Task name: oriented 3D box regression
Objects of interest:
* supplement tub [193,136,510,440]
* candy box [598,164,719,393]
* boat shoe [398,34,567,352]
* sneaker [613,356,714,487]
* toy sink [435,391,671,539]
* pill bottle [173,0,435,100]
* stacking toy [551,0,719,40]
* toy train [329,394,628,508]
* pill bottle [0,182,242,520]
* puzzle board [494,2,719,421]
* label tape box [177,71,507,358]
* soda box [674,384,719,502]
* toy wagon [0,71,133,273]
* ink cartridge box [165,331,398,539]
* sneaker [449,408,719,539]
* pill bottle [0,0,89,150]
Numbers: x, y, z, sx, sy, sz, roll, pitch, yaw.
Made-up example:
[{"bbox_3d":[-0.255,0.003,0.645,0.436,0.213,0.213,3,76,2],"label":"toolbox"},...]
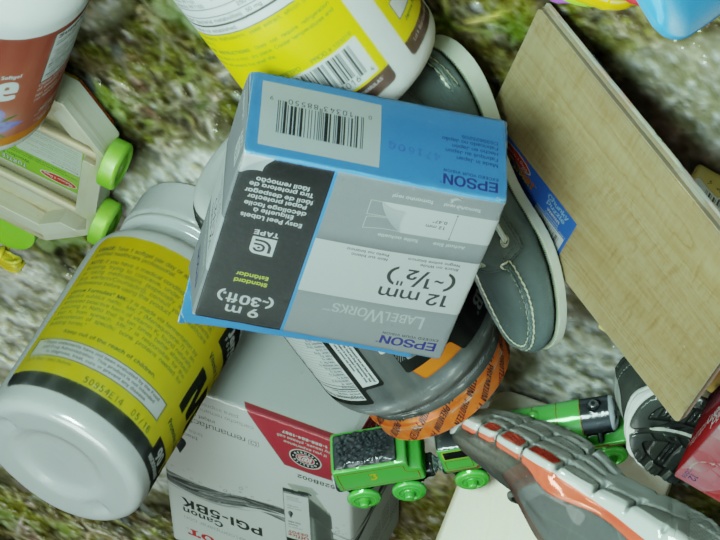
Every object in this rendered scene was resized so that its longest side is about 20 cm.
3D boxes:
[{"bbox_3d":[0.000,0.000,1.653,0.122,0.123,0.200,-5,134,41],"label":"supplement tub"},{"bbox_3d":[0.247,0.035,1.572,0.199,0.057,0.117,29,146,0],"label":"candy box"},{"bbox_3d":[0.058,-0.033,1.578,0.073,0.062,0.201,16,134,53],"label":"boat shoe"},{"bbox_3d":[0.229,0.107,1.678,0.200,0.079,0.074,36,107,-31],"label":"sneaker"},{"bbox_3d":[0.118,0.197,1.811,0.130,0.201,0.112,20,175,14],"label":"toy sink"},{"bbox_3d":[-0.053,-0.172,1.479,0.109,0.110,0.200,-7,132,42],"label":"pill bottle"},{"bbox_3d":[0.112,-0.168,1.381,0.116,0.110,0.200,56,152,-11],"label":"stacking toy"},{"bbox_3d":[0.075,0.109,1.744,0.199,0.042,0.057,-11,145,10],"label":"toy train"},{"bbox_3d":[-0.143,0.047,1.752,0.114,0.201,0.115,20,146,15],"label":"pill bottle"},{"bbox_3d":[0.142,-0.031,1.526,0.200,0.017,0.151,53,152,17],"label":"puzzle board"},{"bbox_3d":[-0.014,-0.007,1.511,0.142,0.066,0.201,10,136,-10],"label":"label tape box"},{"bbox_3d":[0.246,0.060,1.501,0.070,0.064,0.200,30,142,-1],"label":"soda box"},{"bbox_3d":[-0.225,-0.071,1.808,0.154,0.040,0.200,27,147,6],"label":"toy wagon"},{"bbox_3d":[-0.054,0.123,1.891,0.146,0.083,0.201,19,145,15],"label":"ink cartridge box"},{"bbox_3d":[0.124,0.152,1.655,0.199,0.077,0.082,32,110,31],"label":"sneaker"},{"bbox_3d":[-0.214,-0.162,1.612,0.112,0.113,0.200,30,147,0],"label":"pill bottle"}]
